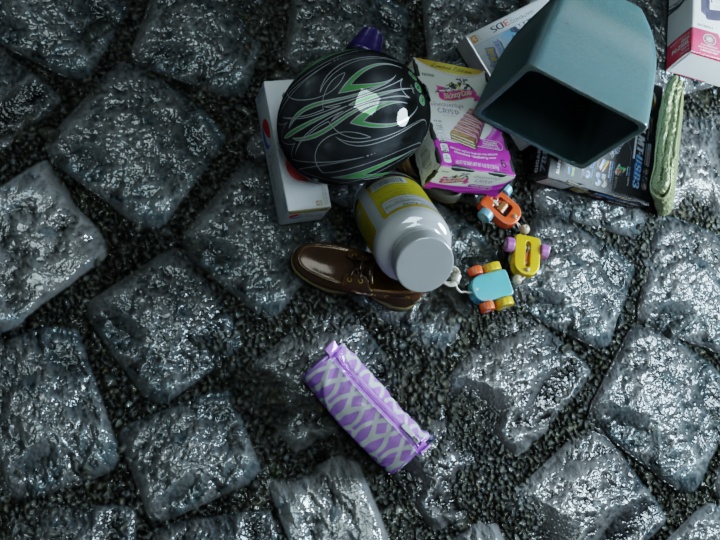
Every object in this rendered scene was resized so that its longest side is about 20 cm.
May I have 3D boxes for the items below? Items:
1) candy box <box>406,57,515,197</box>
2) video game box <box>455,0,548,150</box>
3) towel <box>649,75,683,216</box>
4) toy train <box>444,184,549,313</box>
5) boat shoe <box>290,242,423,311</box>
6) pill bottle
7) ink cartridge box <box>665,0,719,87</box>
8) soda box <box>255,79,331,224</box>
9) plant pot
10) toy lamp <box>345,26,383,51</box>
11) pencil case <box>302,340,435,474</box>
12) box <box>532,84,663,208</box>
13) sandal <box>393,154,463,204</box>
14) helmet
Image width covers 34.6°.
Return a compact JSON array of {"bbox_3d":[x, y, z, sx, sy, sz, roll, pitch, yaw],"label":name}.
[{"bbox_3d":[0.141,-0.214,1.729,0.135,0.061,0.201,4,57,-29],"label":"candy box"},{"bbox_3d":[0.278,-0.319,1.849,0.182,0.047,0.201,-30,86,-21],"label":"video game box"},{"bbox_3d":[0.484,-0.195,1.823,0.036,0.148,0.202,5,82,17],"label":"towel"},{"bbox_3d":[0.195,-0.027,1.737,0.150,0.056,0.201,35,66,0],"label":"toy train"},{"bbox_3d":[0.000,0.001,1.655,0.199,0.068,0.073,18,70,-12],"label":"boat shoe"},{"bbox_3d":[0.062,-0.051,1.611,0.110,0.200,0.112,-6,118,-11],"label":"pill bottle"},{"bbox_3d":[0.604,-0.425,1.961,0.144,0.084,0.202,13,71,-14],"label":"ink cartridge box"},{"bbox_3d":[-0.099,-0.173,1.677,0.068,0.064,0.202,-7,77,-19],"label":"soda box"},{"bbox_3d":[0.312,-0.300,1.673,0.195,0.196,0.201,25,71,-11],"label":"plant pot"},{"bbox_3d":[-0.016,-0.278,1.737,0.058,0.058,0.201,26,67,-9],"label":"toy lamp"},{"bbox_3d":[0.009,0.190,1.594,0.200,0.085,0.084,45,65,0],"label":"pencil case"},{"bbox_3d":[0.375,-0.216,1.816,0.197,0.050,0.202,12,83,-25],"label":"box"},{"bbox_3d":[0.075,-0.166,1.734,0.199,0.055,0.082,31,68,-7],"label":"sandal"},{"bbox_3d":[-0.013,-0.210,1.593,0.190,0.199,0.201,-15,77,-55],"label":"helmet"}]
